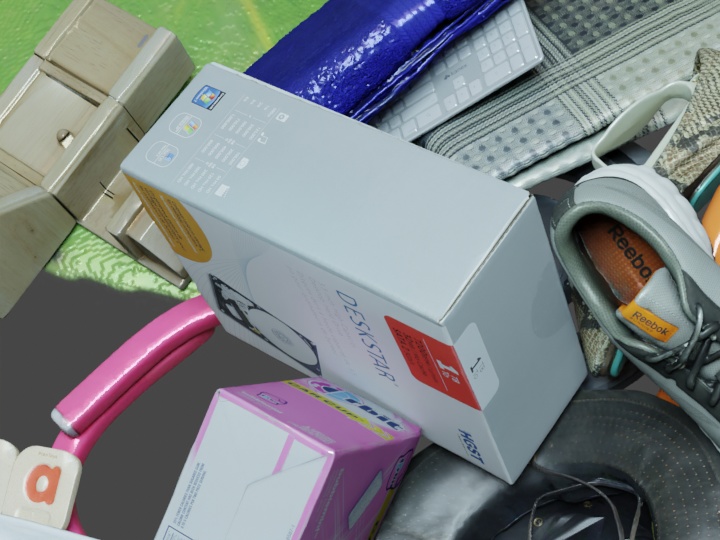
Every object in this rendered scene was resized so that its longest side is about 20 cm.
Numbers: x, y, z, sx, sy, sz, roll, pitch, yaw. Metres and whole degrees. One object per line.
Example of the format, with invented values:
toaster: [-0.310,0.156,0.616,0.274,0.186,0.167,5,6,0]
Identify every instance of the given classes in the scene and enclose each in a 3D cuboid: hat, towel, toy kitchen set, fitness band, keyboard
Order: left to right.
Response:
toy kitchen set: [-0.175,-0.077,0.842,0.163,0.181,0.200,31,78,21]
fitness band: [-0.090,0.096,0.825,0.200,0.037,0.144,-42,65,-9]
towel: [0.012,-0.137,0.858,0.200,0.050,0.148,-39,19,0]
keyboard: [0.017,-0.092,0.861,0.200,0.011,0.056,-30,46,23]
towel: [0.113,-0.134,0.880,0.200,0.035,0.193,-28,44,-2]
hat: [0.100,0.155,0.729,0.200,0.081,0.201,-17,49,21]

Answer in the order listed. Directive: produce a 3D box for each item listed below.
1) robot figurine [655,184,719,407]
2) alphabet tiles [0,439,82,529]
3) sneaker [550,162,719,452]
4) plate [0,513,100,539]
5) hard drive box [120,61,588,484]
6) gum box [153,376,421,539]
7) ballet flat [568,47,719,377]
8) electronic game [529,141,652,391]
robot figurine: [0.225,0.020,0.748,0.144,0.117,0.200,30,87,5]
alphabet tiles: [-0.225,0.188,0.802,0.199,0.015,0.196,6,75,20]
sneaker: [0.155,0.037,0.657,0.200,0.079,0.074,47,115,13]
plate: [-0.105,0.217,0.611,0.199,0.032,0.200,10,65,16]
hard drive box: [0.000,0.000,0.729,0.200,0.156,0.077,24,67,32]
gum box: [-0.054,0.156,0.708,0.066,0.113,0.200,26,99,21]
ballet flat: [0.149,-0.037,0.771,0.075,0.068,0.200,30,71,16]
electronic game: [0.092,-0.007,0.836,0.199,0.042,0.200,-6,55,9]
